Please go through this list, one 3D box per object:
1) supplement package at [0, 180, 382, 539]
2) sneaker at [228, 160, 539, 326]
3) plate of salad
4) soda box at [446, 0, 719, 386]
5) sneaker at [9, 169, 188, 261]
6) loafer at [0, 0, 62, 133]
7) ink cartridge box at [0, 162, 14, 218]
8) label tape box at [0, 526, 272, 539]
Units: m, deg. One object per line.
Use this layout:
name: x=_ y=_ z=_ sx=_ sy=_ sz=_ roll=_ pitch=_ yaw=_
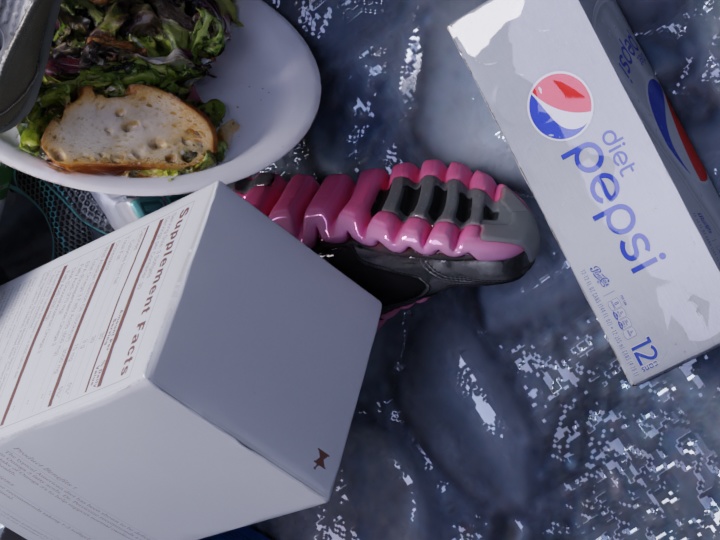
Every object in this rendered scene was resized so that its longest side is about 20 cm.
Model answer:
supplement package: x=-0.106 y=0.059 z=0.954 sx=0.117 sy=0.117 sz=0.200 roll=38 pitch=141 yaw=-29
sneaker: x=0.000 y=0.000 z=0.998 sx=0.200 sy=0.079 sz=0.095 roll=1 pitch=120 yaw=24
plate of salad: x=-0.117 y=-0.110 z=0.967 sx=0.200 sy=0.200 sz=0.048 roll=27 pitch=134 yaw=18
soda box: x=0.124 y=-0.050 z=0.939 sx=0.068 sy=0.063 sz=0.200 roll=-30 pitch=85 yaw=25
sneaker: x=-0.172 y=-0.082 z=1.060 sx=0.091 sy=0.078 sz=0.200 roll=-28 pitch=84 yaw=28
loafer: x=-0.156 y=-0.151 z=0.845 sx=0.075 sy=0.070 sz=0.200 roll=9 pitch=106 yaw=-3
ink cartridge box: x=-0.271 y=-0.003 z=0.995 sx=0.146 sy=0.083 sz=0.200 roll=14 pitch=95 yaw=-4
label tape box: x=-0.147 y=0.212 z=1.095 sx=0.144 sy=0.063 sz=0.200 roll=30 pitch=108 yaw=18
